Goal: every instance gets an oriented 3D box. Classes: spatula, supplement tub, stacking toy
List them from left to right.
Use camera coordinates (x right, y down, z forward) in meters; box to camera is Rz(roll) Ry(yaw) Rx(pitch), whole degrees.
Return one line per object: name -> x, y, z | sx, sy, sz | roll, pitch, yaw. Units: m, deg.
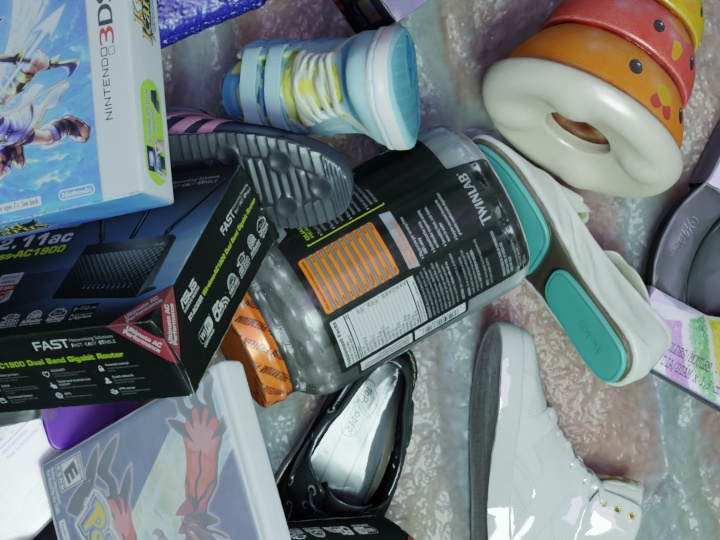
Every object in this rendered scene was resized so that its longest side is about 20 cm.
spatula -> -0.242, 0.096, 1.530 | 0.198, 0.021, 0.057 | -9, 81, -6
supplement tub -> 0.000, 0.000, 1.560 | 0.199, 0.122, 0.123 | -29, 97, -13
stacking toy -> 0.182, -0.163, 1.601 | 0.146, 0.146, 0.201 | 31, 72, -9

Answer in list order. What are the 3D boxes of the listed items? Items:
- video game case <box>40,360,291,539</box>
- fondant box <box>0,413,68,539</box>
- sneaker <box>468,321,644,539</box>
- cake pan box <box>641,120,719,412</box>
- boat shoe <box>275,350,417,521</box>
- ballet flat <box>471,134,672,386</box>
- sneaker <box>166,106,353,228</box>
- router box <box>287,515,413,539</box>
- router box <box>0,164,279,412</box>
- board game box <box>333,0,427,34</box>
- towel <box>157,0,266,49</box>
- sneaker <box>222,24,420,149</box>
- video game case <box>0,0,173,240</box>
video game case -> -0.112, 0.181, 1.455 | 0.023, 0.182, 0.201 | 4, 64, -48
fondant box -> -0.291, 0.109, 1.563 | 0.144, 0.058, 0.200 | -44, 99, -4
sneaker -> 0.136, 0.131, 1.626 | 0.115, 0.074, 0.202 | -2, 103, -10
cake pan box -> 0.291, 0.015, 1.651 | 0.199, 0.052, 0.185 | 29, 86, -8
boat shoe -> -0.011, 0.141, 1.602 | 0.074, 0.066, 0.200 | 28, 89, -11
ballet flat -> 0.141, -0.011, 1.609 | 0.069, 0.069, 0.201 | -32, 71, -6
sneaker -> -0.089, -0.078, 1.537 | 0.199, 0.082, 0.071 | 9, 121, 19
router box -> -0.054, 0.257, 1.529 | 0.149, 0.062, 0.201 | 2, 117, -46
router box -> -0.168, 0.013, 1.485 | 0.199, 0.150, 0.062 | -7, 127, 28
board game box -> 0.075, -0.232, 1.548 | 0.200, 0.165, 0.057 | -36, 97, -5
towel -> -0.147, -0.248, 1.572 | 0.147, 0.050, 0.201 | -24, 96, -6
sneaker -> -0.028, -0.114, 1.526 | 0.130, 0.200, 0.080 | -2, 91, 3
video game case -> -0.220, -0.115, 1.501 | 0.199, 0.045, 0.183 | -11, 77, 23
